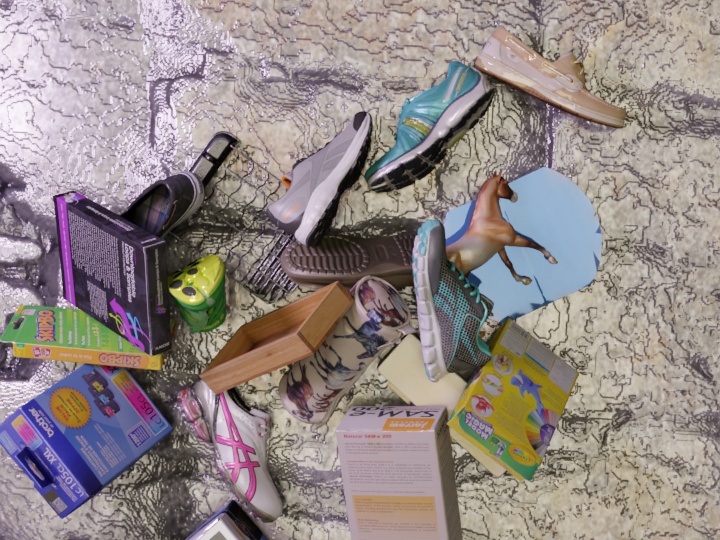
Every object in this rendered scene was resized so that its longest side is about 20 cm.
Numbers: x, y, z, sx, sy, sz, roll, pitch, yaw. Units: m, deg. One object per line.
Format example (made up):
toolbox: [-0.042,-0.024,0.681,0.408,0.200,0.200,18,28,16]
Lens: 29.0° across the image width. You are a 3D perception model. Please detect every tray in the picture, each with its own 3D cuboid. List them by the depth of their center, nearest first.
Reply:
tray: [-0.101,0.083,1.656,0.037,0.200,0.099,49,48,-14]

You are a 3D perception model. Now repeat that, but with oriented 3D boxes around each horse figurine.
horse figurine: [0.142,-0.007,1.686,0.200,0.050,0.133,-44,106,-3]

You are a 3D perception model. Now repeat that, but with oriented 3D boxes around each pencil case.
pencil case: [-0.021,0.103,1.686,0.200,0.078,0.090,-52,56,30]

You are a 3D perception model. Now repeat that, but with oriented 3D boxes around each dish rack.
dish rack: [-0.141,-0.062,1.735,0.200,0.055,0.154,36,93,-1]

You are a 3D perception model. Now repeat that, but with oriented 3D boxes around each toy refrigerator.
toy refrigerator: [0.112,0.165,1.720,0.200,0.076,0.070,42,92,0]

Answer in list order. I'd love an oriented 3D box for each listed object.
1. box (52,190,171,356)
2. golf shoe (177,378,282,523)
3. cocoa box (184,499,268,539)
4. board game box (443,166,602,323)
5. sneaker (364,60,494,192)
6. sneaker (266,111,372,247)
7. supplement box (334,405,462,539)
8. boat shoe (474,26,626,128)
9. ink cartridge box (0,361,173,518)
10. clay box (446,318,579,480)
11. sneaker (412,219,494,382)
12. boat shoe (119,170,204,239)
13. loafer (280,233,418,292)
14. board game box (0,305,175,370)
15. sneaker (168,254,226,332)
box: [-0.297,0.001,1.662,0.036,0.200,0.143,-20,123,-36]
golf shoe: [-0.144,0.217,1.729,0.092,0.073,0.200,-31,90,0]
cocoa box: [-0.147,0.405,1.702,0.133,0.131,0.200,-41,90,2]
board game box: [0.200,-0.031,1.735,0.200,0.039,0.158,-25,97,4]
sneaker: [0.077,-0.176,1.728,0.200,0.078,0.080,-45,71,-3]
sneaker: [-0.044,-0.124,1.691,0.079,0.074,0.200,26,60,10]
supplement box: [0.050,0.268,1.686,0.126,0.074,0.201,-1,108,18]
boat shoe: [0.243,-0.238,1.711,0.200,0.074,0.069,25,96,1]
ink cartridge box: [-0.340,0.201,1.670,0.137,0.200,0.076,51,130,0]
clay box: [0.181,0.161,1.664,0.115,0.200,0.048,38,134,-3]
sneaker: [0.110,0.032,1.630,0.091,0.078,0.201,-7,114,0]
boat shoe: [-0.270,-0.050,1.691,0.200,0.066,0.070,-36,77,32]
loafer: [0.000,0.000,1.703,0.199,0.068,0.076,-1,47,-12]
board game box: [-0.336,0.081,1.720,0.199,0.096,0.030,8,117,0]
sneaker: [-0.186,0.030,1.667,0.074,0.200,0.084,-32,97,-8]
